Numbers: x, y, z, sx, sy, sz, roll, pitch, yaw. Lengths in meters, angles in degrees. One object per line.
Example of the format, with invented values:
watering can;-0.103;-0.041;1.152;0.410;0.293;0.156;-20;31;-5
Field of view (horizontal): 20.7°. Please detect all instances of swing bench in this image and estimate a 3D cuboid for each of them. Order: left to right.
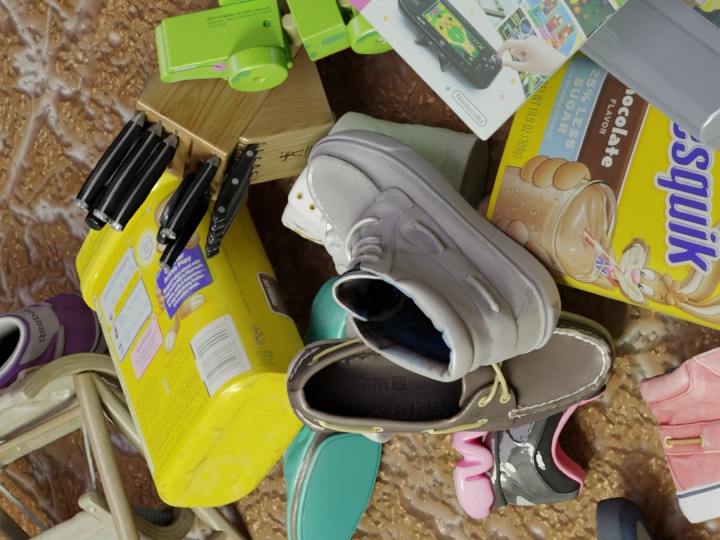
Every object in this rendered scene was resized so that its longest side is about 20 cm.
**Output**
swing bench;-0.221;0.171;1.427;0.198;0.130;0.201;-25;96;38

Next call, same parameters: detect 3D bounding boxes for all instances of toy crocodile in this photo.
toy crocodile;-0.031;-0.155;1.232;0.198;0.062;0.068;-15;71;3

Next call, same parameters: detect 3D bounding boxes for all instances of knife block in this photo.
knife block;-0.113;-0.105;1.268;0.064;0.174;0.201;114;143;-62

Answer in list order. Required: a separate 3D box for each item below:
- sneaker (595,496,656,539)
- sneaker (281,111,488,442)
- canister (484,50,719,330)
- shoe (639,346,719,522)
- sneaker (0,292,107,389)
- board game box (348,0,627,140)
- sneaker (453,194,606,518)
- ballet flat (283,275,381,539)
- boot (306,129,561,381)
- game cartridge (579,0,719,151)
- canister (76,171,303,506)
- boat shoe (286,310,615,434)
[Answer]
sneaker;0.207;0.218;1.168;0.082;0.070;0.201;-27;80;18
sneaker;0.000;0.000;1.243;0.115;0.074;0.202;14;81;18
canister;0.179;-0.045;1.110;0.199;0.086;0.150;17;90;38
shoe;0.244;0.071;1.098;0.199;0.071;0.092;-26;85;43
sneaker;-0.285;0.088;1.502;0.073;0.114;0.201;53;126;18
board game box;0.087;-0.193;1.044;0.148;0.064;0.200;45;105;-2
sneaker;0.105;0.053;1.221;0.094;0.079;0.202;0;96;14
ballet flat;-0.018;0.094;1.327;0.070;0.067;0.202;35;117;51
boot;0.016;-0.012;1.133;0.200;0.095;0.074;36;130;33
game cartridge;0.215;-0.170;1.051;0.133;0.041;0.201;42;99;35
canister;-0.111;0.038;1.322;0.149;0.086;0.201;-54;45;36
boat shoe;0.055;0.062;1.159;0.198;0.060;0.073;-4;93;-2
